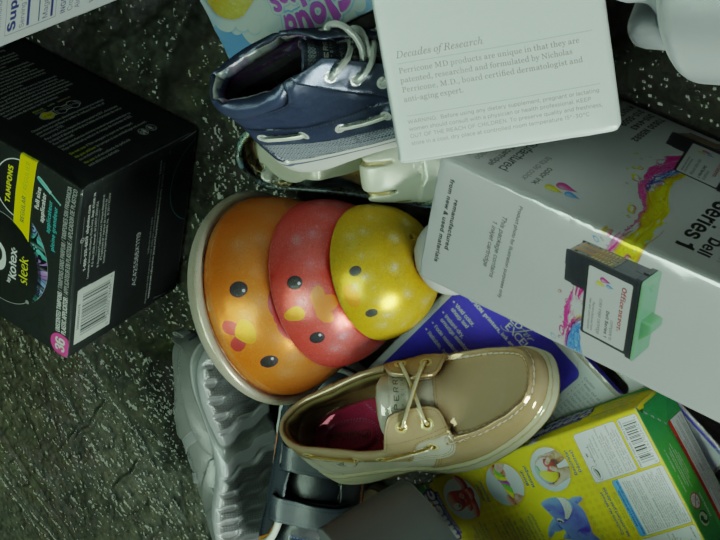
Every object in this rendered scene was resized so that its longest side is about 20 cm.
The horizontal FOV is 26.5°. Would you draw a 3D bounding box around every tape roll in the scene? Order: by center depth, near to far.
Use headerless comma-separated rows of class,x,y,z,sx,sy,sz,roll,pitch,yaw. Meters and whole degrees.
tape roll,0.050,0.236,0.978,0.201,0.066,0.201,57,168,18

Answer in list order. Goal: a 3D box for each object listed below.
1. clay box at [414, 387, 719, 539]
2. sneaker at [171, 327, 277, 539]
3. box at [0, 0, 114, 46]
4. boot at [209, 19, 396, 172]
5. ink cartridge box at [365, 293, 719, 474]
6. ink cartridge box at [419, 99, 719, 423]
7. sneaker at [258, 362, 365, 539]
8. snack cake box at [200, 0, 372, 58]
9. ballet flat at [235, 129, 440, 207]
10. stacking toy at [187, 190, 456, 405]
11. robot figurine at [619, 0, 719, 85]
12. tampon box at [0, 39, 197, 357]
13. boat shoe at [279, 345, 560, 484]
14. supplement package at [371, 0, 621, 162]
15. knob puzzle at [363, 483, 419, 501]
clay box,0.132,0.155,0.967,0.199,0.048,0.115,-26,93,43
sneaker,-0.104,0.132,1.191,0.082,0.074,0.201,25,127,49
box,-0.211,-0.257,0.959,0.105,0.200,0.185,30,128,22
boot,0.011,-0.117,0.906,0.199,0.090,0.073,-21,62,23
ink cartridge box,0.119,0.090,1.003,0.198,0.043,0.200,48,133,5
ink cartridge box,0.157,-0.017,0.847,0.199,0.145,0.084,27,127,23
sneaker,-0.030,0.157,1.115,0.078,0.080,0.201,8,127,-2
snack cake box,-0.016,-0.209,0.929,0.199,0.067,0.116,-20,100,42
ballet flat,0.002,-0.070,0.989,0.199,0.074,0.075,6,117,34
stacking toy,0.000,0.000,0.981,0.199,0.146,0.147,-16,103,37
robot figurine,0.223,-0.145,0.749,0.199,0.114,0.170,10,160,33
tampon box,-0.244,-0.062,1.139,0.199,0.126,0.151,28,127,23
boat shoe,0.032,0.090,0.970,0.199,0.069,0.074,-23,56,34
supplement package,0.063,-0.172,0.788,0.116,0.117,0.201,-8,106,9
knob puzzle,0.047,0.254,1.156,0.219,0.030,0.221,18,123,29
